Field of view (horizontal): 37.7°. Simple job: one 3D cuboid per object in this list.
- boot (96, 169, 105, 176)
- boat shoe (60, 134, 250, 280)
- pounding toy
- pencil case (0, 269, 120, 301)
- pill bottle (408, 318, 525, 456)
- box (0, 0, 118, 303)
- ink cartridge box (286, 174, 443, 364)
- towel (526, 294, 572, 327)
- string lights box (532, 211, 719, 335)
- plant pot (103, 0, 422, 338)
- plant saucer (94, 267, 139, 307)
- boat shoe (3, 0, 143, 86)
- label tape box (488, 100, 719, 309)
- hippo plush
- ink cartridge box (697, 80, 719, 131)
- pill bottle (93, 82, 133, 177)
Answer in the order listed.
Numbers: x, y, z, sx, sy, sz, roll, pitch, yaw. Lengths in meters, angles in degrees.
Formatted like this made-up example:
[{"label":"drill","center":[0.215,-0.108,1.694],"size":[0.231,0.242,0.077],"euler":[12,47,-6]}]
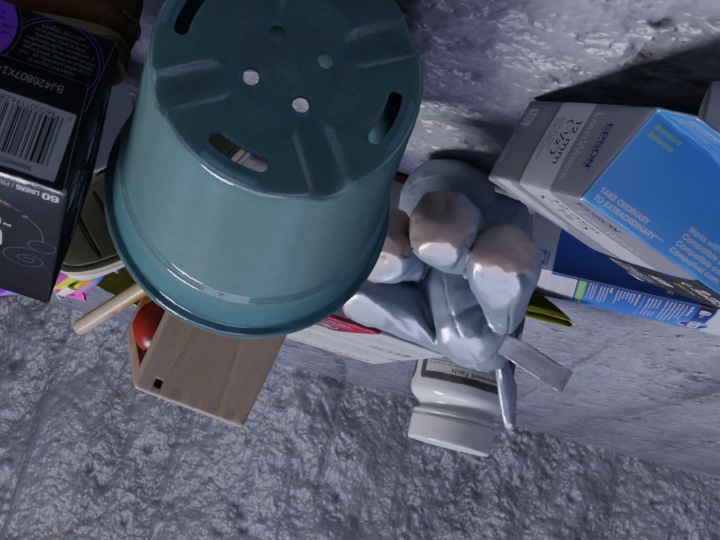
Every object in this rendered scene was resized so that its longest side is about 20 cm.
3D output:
[{"label":"boot","center":[-0.252,-0.064,0.999],"size":[0.198,0.185,0.072],"euler":[11,-165,29]},{"label":"boat shoe","center":[-0.161,-0.059,0.851],"size":[0.075,0.199,0.068],"euler":[52,172,10]},{"label":"pounding toy","center":[-0.156,0.025,0.946],"size":[0.141,0.186,0.200],"euler":[24,-174,-20]},{"label":"pencil case","center":[-0.280,-0.016,0.855],"size":[0.087,0.090,0.200],"euler":[10,-178,21]},{"label":"pill bottle","center":[0.119,0.098,1.183],"size":[0.111,0.203,0.113],"euler":[13,170,2]},{"label":"box","center":[-0.235,-0.072,0.672],"size":[0.121,0.107,0.200],"euler":[18,155,-12]},{"label":"ink cartridge box","center":[0.000,0.000,1.011],"size":[0.144,0.147,0.200],"euler":[18,167,-16]},{"label":"towel","center":[0.144,0.013,1.045],"size":[0.085,0.018,0.200],"euler":[13,-169,-9]},{"label":"string lights box","center":[0.246,0.004,0.936],"size":[0.197,0.060,0.103],"euler":[13,169,10]},{"label":"plant pot","center":[-0.055,-0.080,0.638],"size":[0.198,0.203,0.196],"euler":[16,160,-8]},{"label":"plant saucer","center":[-0.184,0.015,1.124],"size":[0.198,0.048,0.200],"euler":[27,-174,-2]},{"label":"boat shoe","center":[-0.237,-0.175,0.666],"size":[0.197,0.069,0.072],"euler":[15,158,-11]},{"label":"label tape box","center":[0.181,-0.036,0.631],"size":[0.142,0.067,0.200],"euler":[31,-177,-19]},{"label":"hippo plush","center":[0.095,-0.019,0.820],"size":[0.199,0.162,0.160],"euler":[32,137,-7]},{"label":"ink cartridge box","center":[0.311,-0.054,0.611],"size":[0.198,0.058,0.162],"euler":[13,169,33]},{"label":"pill bottle","center":[-0.273,-0.119,0.875],"size":[0.113,0.116,0.199],"euler":[22,165,-34]}]
